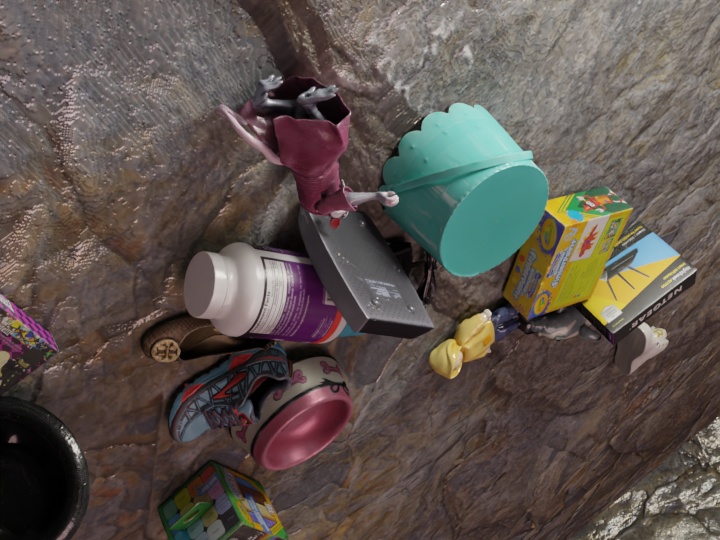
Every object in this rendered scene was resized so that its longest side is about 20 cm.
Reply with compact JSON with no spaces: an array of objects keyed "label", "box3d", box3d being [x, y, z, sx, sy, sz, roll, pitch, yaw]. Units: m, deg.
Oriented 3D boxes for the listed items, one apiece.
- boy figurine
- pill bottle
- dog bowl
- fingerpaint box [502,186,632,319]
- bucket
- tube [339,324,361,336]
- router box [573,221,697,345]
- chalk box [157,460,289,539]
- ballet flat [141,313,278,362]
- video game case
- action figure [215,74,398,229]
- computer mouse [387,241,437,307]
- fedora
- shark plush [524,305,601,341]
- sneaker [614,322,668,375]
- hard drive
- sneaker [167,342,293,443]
[{"label":"boy figurine","box3d":[0.209,0.117,1.413,0.198,0.065,0.125,-29,144,-20]},{"label":"pill bottle","box3d":[-0.113,0.028,0.999,0.198,0.113,0.113,9,122,-39]},{"label":"dog bowl","box3d":[-0.097,0.224,1.228,0.198,0.074,0.201,-29,149,-19]},{"label":"fingerpaint box","box3d":[0.350,-0.031,1.376,0.165,0.073,0.202,-15,136,-31]},{"label":"bucket","box3d":[0.141,-0.103,1.072,0.205,0.135,0.209,-23,140,-21]},{"label":"tube","box3d":[-0.031,0.074,1.176,0.198,0.051,0.077,4,150,-45]},{"label":"router box","box3d":[0.493,0.021,1.488,0.199,0.149,0.051,-36,144,-6]},{"label":"chalk box","box3d":[-0.227,0.397,1.271,0.124,0.124,0.200,-39,142,1]},{"label":"ballet flat","box3d":[-0.185,0.090,1.053,0.197,0.047,0.068,-5,133,-31]},{"label":"video game case","box3d":[-0.447,0.083,0.835,0.180,0.036,0.201,-37,142,-6]},{"label":"action figure","box3d":[-0.052,-0.113,0.898,0.148,0.134,0.202,-28,139,-14]},{"label":"computer mouse","box3d":[0.039,0.018,1.176,0.198,0.046,0.142,-22,128,-37]},{"label":"fedora","box3d":[-0.408,0.247,0.946,0.199,0.202,0.092,-31,174,-11]},{"label":"shark plush","box3d":[0.376,0.084,1.554,0.197,0.091,0.085,-3,113,-12]},{"label":"sneaker","box3d":[0.644,0.151,1.820,0.115,0.074,0.201,-32,152,-13]},{"label":"hard drive","box3d":[0.000,0.000,1.004,0.134,0.201,0.042,12,129,-45]},{"label":"sneaker","box3d":[-0.180,0.180,1.113,0.199,0.096,0.079,-40,143,0]}]
